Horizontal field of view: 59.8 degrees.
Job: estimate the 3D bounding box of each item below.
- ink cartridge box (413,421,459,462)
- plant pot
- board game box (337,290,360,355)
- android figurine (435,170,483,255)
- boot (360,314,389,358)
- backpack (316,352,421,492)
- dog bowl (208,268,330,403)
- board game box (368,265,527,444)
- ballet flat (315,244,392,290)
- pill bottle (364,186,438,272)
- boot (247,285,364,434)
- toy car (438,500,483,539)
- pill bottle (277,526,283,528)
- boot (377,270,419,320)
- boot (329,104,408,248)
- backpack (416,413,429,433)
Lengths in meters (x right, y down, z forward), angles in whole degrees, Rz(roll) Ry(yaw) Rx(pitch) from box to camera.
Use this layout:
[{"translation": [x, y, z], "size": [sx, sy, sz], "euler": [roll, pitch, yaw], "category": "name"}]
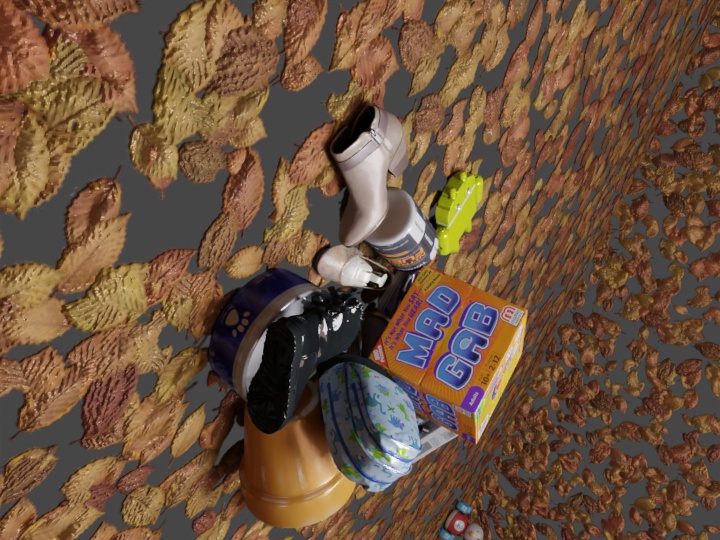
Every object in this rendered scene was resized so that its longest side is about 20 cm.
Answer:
[{"translation": [0.152, 0.317, 1.400], "size": [0.162, 0.200, 0.050], "euler": [-34, 109, 9], "category": "ink cartridge box"}, {"translation": [-0.116, 0.287, 1.049], "size": [0.200, 0.200, 0.184], "euler": [-34, 128, -39], "category": "plant pot"}, {"translation": [-0.031, 0.153, 1.134], "size": [0.201, 0.034, 0.136], "euler": [85, 13, -46], "category": "board game box"}, {"translation": [0.204, -0.124, 1.309], "size": [0.182, 0.041, 0.200], "euler": [-55, 154, -25], "category": "android figurine"}, {"translation": [0.021, 0.197, 1.197], "size": [0.131, 0.067, 0.201], "euler": [-43, 133, -64], "category": "boot"}, {"translation": [0.015, 0.238, 0.973], "size": [0.163, 0.153, 0.201], "euler": [40, 37, -30], "category": "backpack"}, {"translation": [-0.129, 0.101, 0.945], "size": [0.200, 0.079, 0.201], "euler": [-40, 146, -34], "category": "dog bowl"}, {"translation": [0.161, 0.153, 1.120], "size": [0.200, 0.199, 0.200], "euler": [-57, 156, -20], "category": "board game box"}, {"translation": [0.000, 0.000, 1.074], "size": [0.200, 0.067, 0.068], "euler": [9, 109, -60], "category": "ballet flat"}, {"translation": [0.075, -0.061, 1.099], "size": [0.107, 0.106, 0.200], "euler": [-58, 152, -4], "category": "pill bottle"}, {"translation": [-0.075, 0.125, 0.902], "size": [0.162, 0.073, 0.199], "euler": [-23, 135, -54], "category": "boot"}, {"translation": [0.504, 1.218, 2.935], "size": [0.185, 0.200, 0.177], "euler": [-56, 152, -8], "category": "toy car"}, {"translation": [-0.113, 0.384, 1.204], "size": [0.200, 0.115, 0.116], "euler": [-42, 148, -30], "category": "pill bottle"}, {"translation": [0.119, 0.020, 1.265], "size": [0.073, 0.090, 0.201], "euler": [16, 102, -62], "category": "boot"}, {"translation": [-0.002, -0.146, 0.945], "size": [0.201, 0.070, 0.146], "euler": [-59, 146, -4], "category": "boot"}, {"translation": [0.112, 0.212, 1.347], "size": [0.154, 0.200, 0.190], "euler": [-58, 171, 28], "category": "backpack"}]
